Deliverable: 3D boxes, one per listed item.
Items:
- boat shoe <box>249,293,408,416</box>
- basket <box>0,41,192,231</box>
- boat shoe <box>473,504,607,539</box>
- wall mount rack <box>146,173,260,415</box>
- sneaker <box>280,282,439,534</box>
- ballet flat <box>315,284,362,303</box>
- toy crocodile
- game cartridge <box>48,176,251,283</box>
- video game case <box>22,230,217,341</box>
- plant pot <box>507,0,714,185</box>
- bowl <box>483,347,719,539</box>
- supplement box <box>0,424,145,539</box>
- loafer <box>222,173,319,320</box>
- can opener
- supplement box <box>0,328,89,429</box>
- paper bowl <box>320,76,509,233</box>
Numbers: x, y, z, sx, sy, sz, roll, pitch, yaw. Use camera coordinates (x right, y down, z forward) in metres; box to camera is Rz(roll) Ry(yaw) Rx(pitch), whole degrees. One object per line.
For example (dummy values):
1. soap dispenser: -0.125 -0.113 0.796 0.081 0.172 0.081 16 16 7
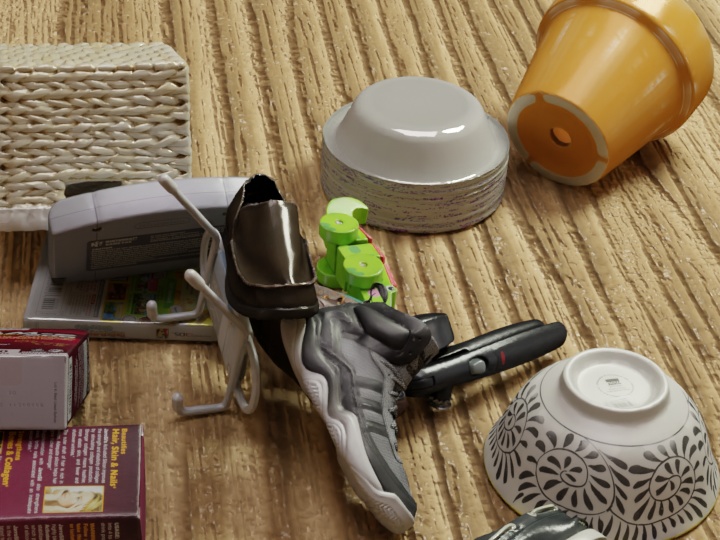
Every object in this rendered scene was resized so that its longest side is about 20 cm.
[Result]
1. boat shoe: -0.034 0.057 1.405 0.072 0.072 0.200 -30 68 -28
2. basket: -0.266 -0.134 1.589 0.197 0.162 0.200 -2 15 -11
3. boat shoe: 0.098 0.229 1.207 0.199 0.076 0.060 -11 35 -42
4. wall mount rack: -0.136 0.022 1.382 0.074 0.174 0.201 -3 45 -20
5. sneaker: 0.022 0.103 1.307 0.113 0.076 0.201 -26 71 -7
6. ballet flat: -0.057 0.044 1.474 0.199 0.068 0.067 26 43 30
7. toy crocodile: 0.000 0.000 1.545 0.061 0.068 0.200 -6 34 -16
8. game cartridge: -0.185 -0.039 1.487 0.199 0.133 0.042 -7 63 -14
9. video game case: -0.219 0.002 1.563 0.181 0.023 0.200 2 32 -3
10. plant pot: 0.257 -0.197 1.780 0.199 0.201 0.183 23 53 27
11. bowl: 0.205 0.127 1.350 0.199 0.095 0.201 2 33 -1
12. supplement box: -0.262 0.183 1.221 0.199 0.086 0.111 -1 33 -7
13. loafer: -0.080 -0.022 1.343 0.073 0.072 0.200 -3 27 -15
14. can opener: 0.108 0.074 1.449 0.199 0.079 0.063 -9 18 -34
15. supplement box: -0.280 0.085 1.315 0.108 0.061 0.200 1 3 -5
16. paper bowl: 0.058 -0.132 1.723 0.199 0.105 0.201 3 34 -2
